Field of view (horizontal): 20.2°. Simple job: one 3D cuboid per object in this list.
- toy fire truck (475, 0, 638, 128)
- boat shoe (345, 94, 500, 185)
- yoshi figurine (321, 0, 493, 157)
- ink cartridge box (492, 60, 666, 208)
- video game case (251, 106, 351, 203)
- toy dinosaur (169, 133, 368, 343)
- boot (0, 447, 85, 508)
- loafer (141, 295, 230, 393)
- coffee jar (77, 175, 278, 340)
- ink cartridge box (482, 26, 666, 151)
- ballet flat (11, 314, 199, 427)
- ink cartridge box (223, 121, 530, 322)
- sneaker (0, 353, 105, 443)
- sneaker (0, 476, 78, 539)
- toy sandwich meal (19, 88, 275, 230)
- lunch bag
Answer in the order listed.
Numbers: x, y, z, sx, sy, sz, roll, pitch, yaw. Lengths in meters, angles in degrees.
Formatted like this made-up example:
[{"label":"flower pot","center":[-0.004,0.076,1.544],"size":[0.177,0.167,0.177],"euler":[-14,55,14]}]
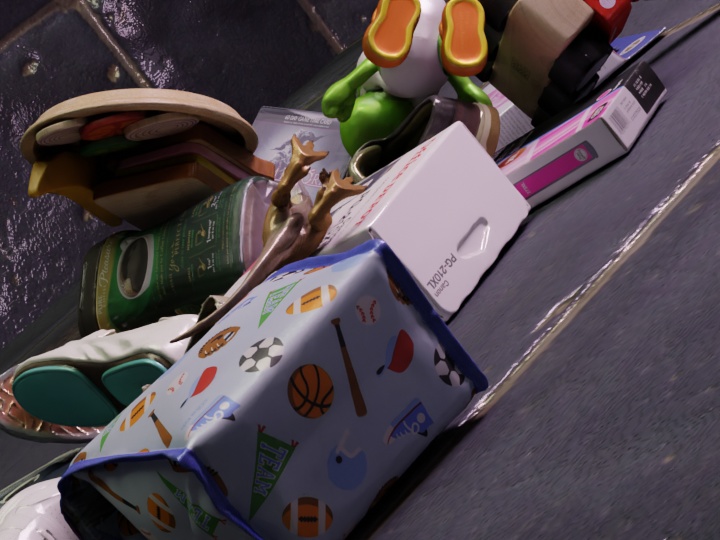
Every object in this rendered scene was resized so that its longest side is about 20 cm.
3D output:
[{"label":"toy fire truck","center":[0.191,-0.203,1.500],"size":[0.200,0.129,0.176],"euler":[-48,-8,-11]},{"label":"boat shoe","center":[0.020,-0.066,1.472],"size":[0.201,0.066,0.072],"euler":[-40,34,41]},{"label":"yoshi figurine","center":[0.031,-0.131,1.489],"size":[0.112,0.113,0.200],"euler":[-35,-4,-14]},{"label":"ink cartridge box","center":[0.121,-0.072,1.430],"size":[0.200,0.037,0.095],"euler":[-34,10,38]},{"label":"video game case","center":[-0.075,-0.037,1.614],"size":[0.142,0.019,0.201],"euler":[11,72,49]},{"label":"toy dinosaur","center":[-0.046,-0.021,1.299],"size":[0.107,0.060,0.200],"euler":[-63,-4,26]},{"label":"boot","center":[-0.243,0.187,1.463],"size":[0.200,0.073,0.090],"euler":[-41,8,-35]},{"label":"loafer","center":[-0.114,0.101,1.291],"size":[0.076,0.068,0.201],"euler":[-24,34,60]},{"label":"coffee jar","center":[-0.131,0.005,1.554],"size":[0.199,0.085,0.105],"euler":[-19,58,39]},{"label":"ink cartridge box","center":[0.144,-0.150,1.707],"size":[0.200,0.043,0.196],"euler":[-41,9,-6]},{"label":"ballet flat","center":[-0.167,0.067,1.413],"size":[0.199,0.070,0.069],"euler":[-13,25,48]},{"label":"ink cartridge box","center":[0.000,0.000,1.382],"size":[0.200,0.084,0.145],"euler":[-30,15,43]},{"label":"sneaker","center":[-0.185,0.099,1.531],"size":[0.199,0.072,0.080],"euler":[-6,-17,-18]},{"label":"sneaker","center":[-0.230,0.216,1.345],"size":[0.099,0.075,0.200],"euler":[3,39,49]},{"label":"toy sandwich meal","center":[-0.167,-0.077,1.567],"size":[0.203,0.071,0.205],"euler":[-3,-16,-1]},{"label":"lunch bag","center":[-0.057,0.086,1.074],"size":[0.170,0.124,0.200],"euler":[-44,18,-29]}]
